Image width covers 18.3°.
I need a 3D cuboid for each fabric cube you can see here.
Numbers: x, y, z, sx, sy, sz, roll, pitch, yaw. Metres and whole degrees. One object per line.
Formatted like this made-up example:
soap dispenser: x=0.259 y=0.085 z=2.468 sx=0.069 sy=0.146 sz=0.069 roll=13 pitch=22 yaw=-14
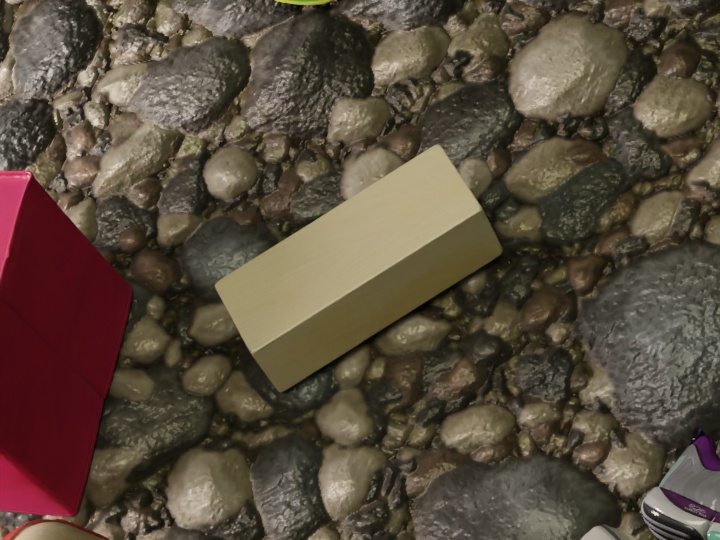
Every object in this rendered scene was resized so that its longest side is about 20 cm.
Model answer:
fabric cube: x=-0.311 y=0.051 z=1.659 sx=0.195 sy=0.200 sz=0.201 roll=3 pitch=66 yaw=20

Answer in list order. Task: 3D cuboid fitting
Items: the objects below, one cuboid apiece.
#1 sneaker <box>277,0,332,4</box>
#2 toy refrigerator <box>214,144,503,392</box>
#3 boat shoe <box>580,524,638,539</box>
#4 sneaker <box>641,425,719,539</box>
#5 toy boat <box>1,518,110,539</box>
sneaker: x=0.005 y=-0.279 z=1.786 sx=0.199 sy=0.084 sz=0.074 roll=-23 pitch=61 yaw=6
toy refrigerator: x=0.000 y=0.000 z=1.664 sx=0.199 sy=0.070 sz=0.076 roll=-32 pitch=53 yaw=0
boat shoe: x=0.235 y=0.227 z=1.480 sx=0.066 sy=0.072 sz=0.200 roll=-45 pitch=62 yaw=-12
sneaker: x=0.289 y=0.169 z=1.491 sx=0.199 sy=0.075 sz=0.088 roll=24 pitch=69 yaw=26
toy boat: x=-0.236 y=0.282 z=1.586 sx=0.130 sy=0.130 sz=0.201 roll=-16 pitch=56 yaw=44
